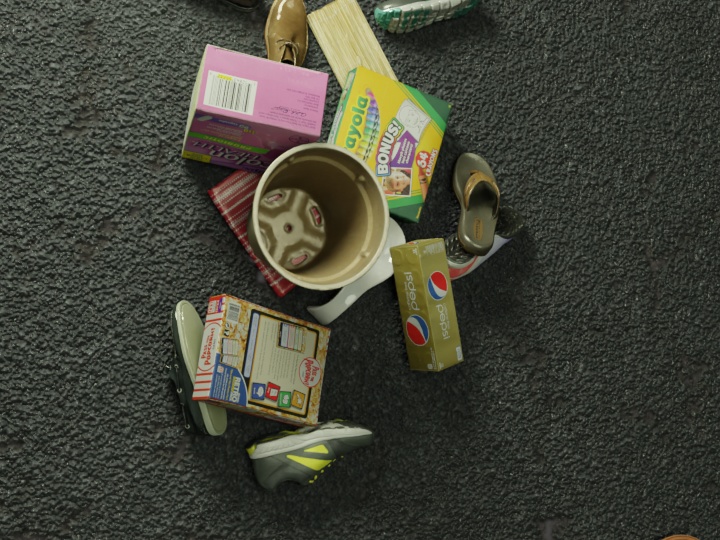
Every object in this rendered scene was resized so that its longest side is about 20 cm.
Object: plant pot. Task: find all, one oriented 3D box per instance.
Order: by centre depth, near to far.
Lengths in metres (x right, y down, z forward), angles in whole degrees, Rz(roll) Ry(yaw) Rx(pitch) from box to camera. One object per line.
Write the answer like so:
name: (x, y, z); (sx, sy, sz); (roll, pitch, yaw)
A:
plant pot: (-0.083, -0.070, 1.481); (0.198, 0.183, 0.204); (1, 87, -21)

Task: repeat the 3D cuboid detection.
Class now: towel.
towel: (-0.126, -0.077, 1.577); (0.144, 0.022, 0.201); (-37, 99, -20)

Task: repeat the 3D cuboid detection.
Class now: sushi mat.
sushi mat: (-0.005, -0.341, 1.650); (0.095, 0.012, 0.202); (-31, 98, -22)

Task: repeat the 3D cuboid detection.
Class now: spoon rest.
spoon rest: (0.000, 0.000, 1.598); (0.099, 0.060, 0.201); (45, 73, -22)

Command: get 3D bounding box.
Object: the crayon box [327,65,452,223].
crayon box: (0.036, -0.197, 1.621); (0.171, 0.058, 0.203); (18, 86, -21)

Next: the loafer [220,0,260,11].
loafer: (-0.236, -0.455, 1.540); (0.198, 0.063, 0.073); (18, 79, -20)

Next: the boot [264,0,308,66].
boot: (-0.112, -0.340, 1.576); (0.073, 0.075, 0.203); (10, 81, -19)

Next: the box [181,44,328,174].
box: (-0.157, -0.221, 1.466); (0.174, 0.200, 0.098); (11, 75, -14)

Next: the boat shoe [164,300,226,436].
boat shoe: (-0.253, 0.147, 1.487); (0.065, 0.074, 0.202); (-13, 100, 21)

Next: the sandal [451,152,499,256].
sandal: (0.191, -0.116, 1.652); (0.081, 0.055, 0.202); (15, 52, -10)

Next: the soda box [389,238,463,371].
soda box: (0.105, 0.054, 1.614); (0.064, 0.067, 0.203); (-15, 98, -41)

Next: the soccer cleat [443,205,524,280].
soccer cleat: (0.195, -0.044, 1.688); (0.068, 0.074, 0.199); (43, 51, 18)

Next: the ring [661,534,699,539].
ring: (0.559, 0.569, 1.801); (0.198, 0.019, 0.203); (2, 85, -23)

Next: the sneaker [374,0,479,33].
sneaker: (0.101, -0.456, 1.681); (0.198, 0.078, 0.092); (-20, 78, -25)

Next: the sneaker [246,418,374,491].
sneaker: (-0.074, 0.280, 1.550); (0.197, 0.074, 0.086); (-8, 95, -13)

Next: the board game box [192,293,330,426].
board game box: (-0.141, 0.136, 1.500); (0.199, 0.046, 0.154); (22, 69, -37)
